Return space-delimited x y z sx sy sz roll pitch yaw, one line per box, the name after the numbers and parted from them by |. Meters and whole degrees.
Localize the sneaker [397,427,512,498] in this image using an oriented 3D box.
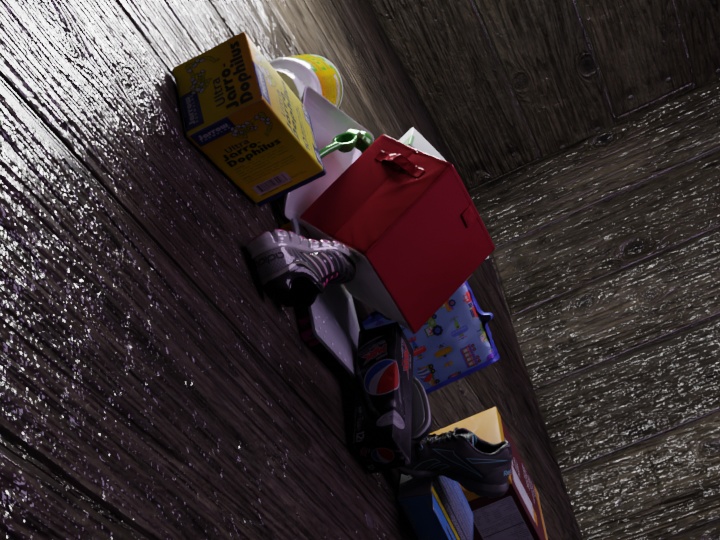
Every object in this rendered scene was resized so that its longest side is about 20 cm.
0.121 0.254 1.524 0.076 0.196 0.081 -69 172 -69 | sneaker

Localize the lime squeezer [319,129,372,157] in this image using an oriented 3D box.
-0.019 -0.176 1.596 0.038 0.071 0.199 36 16 29 | lime squeezer

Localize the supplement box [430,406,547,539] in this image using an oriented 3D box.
0.218 0.385 1.823 0.202 0.131 0.198 62 13 -22 | supplement box

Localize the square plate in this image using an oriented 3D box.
-0.050 -0.144 1.607 0.199 0.028 0.202 28 67 -54 | square plate

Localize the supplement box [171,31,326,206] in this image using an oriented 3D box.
-0.138 -0.188 1.373 0.200 0.108 0.110 45 24 -59 | supplement box

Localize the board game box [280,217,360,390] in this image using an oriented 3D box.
-0.047 0.056 1.524 0.200 0.026 0.202 52 19 -51 | board game box

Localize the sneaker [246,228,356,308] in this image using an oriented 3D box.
-0.069 0.009 1.377 0.199 0.073 0.089 14 59 -57 | sneaker

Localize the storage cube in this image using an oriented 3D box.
0.055 -0.052 1.537 0.170 0.180 0.201 30 -21 47 | storage cube

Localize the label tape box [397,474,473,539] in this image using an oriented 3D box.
0.111 0.362 1.563 0.146 0.062 0.200 63 13 -14 | label tape box

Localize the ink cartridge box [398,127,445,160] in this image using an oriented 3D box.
0.046 -0.135 1.841 0.087 0.200 0.146 43 17 -8 | ink cartridge box

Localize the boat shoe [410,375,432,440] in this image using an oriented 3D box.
0.060 0.184 1.554 0.060 0.075 0.201 50 5 -37 | boat shoe

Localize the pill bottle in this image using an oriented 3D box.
-0.103 -0.274 1.664 0.113 0.110 0.200 65 18 -6 | pill bottle

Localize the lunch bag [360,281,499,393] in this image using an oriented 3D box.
0.123 0.109 1.754 0.153 0.197 0.094 66 13 -3 | lunch bag

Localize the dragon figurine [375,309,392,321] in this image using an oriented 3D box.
0.000 0.000 1.733 0.099 0.058 0.202 41 26 -41 | dragon figurine

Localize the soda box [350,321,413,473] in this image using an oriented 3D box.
0.032 0.171 1.478 0.202 0.062 0.071 -86 154 -44 | soda box
